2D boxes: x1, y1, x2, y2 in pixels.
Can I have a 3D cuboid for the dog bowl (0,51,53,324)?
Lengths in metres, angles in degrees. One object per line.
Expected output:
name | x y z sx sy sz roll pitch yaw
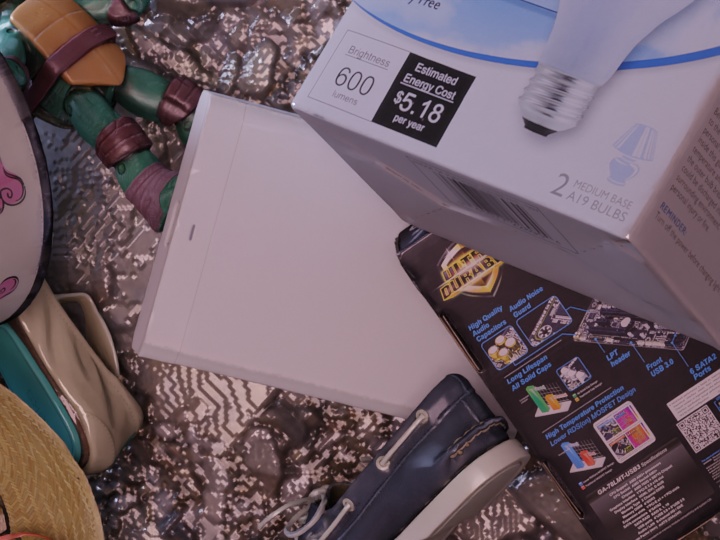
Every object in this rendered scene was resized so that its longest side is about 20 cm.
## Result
dog bowl | -0.242 -0.052 1.382 0.200 0.074 0.201 26 130 36

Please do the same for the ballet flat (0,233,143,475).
ballet flat | -0.176 0.013 1.461 0.069 0.069 0.201 -31 88 12

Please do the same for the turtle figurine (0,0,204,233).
turtle figurine | -0.141 -0.115 1.428 0.200 0.101 0.150 44 60 5

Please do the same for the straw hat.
straw hat | -0.224 0.121 1.461 0.200 0.085 0.202 1 108 3

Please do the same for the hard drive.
hard drive | 0.000 0.000 1.391 0.199 0.026 0.132 14 97 -17

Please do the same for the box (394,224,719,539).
box | 0.151 0.013 1.362 0.200 0.050 0.199 -35 99 7

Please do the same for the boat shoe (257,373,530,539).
boat shoe | 0.002 0.126 1.405 0.062 0.075 0.200 55 129 14

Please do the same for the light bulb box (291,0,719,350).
light bulb box | 0.114 -0.101 1.258 0.198 0.125 0.201 23 77 35
